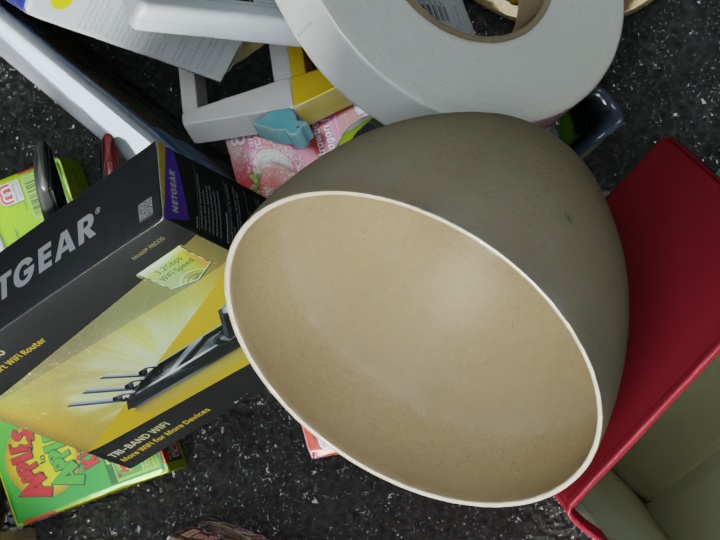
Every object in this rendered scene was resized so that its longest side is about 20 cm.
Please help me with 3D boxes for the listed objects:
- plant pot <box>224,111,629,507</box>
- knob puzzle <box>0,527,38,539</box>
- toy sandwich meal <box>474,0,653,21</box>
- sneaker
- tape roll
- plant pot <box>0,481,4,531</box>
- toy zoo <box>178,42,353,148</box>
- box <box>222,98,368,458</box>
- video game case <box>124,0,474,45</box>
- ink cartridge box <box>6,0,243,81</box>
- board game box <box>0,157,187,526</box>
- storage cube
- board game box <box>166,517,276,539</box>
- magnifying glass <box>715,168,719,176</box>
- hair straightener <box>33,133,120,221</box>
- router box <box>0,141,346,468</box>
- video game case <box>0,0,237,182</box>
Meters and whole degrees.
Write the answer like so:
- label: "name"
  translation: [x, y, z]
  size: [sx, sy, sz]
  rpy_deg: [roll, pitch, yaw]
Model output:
- label: "plant pot"
  translation: [0.051, -0.002, 1.093]
  size: [0.200, 0.200, 0.134]
  rpy_deg: [27, 51, 9]
- label: "knob puzzle"
  translation: [-0.187, 0.238, 1.264]
  size: [0.030, 0.220, 0.220]
  rpy_deg: [-13, 87, 6]
- label: "toy sandwich meal"
  translation: [0.124, -0.237, 1.273]
  size: [0.205, 0.070, 0.205]
  rpy_deg: [0, 90, 10]
- label: "sneaker"
  translation: [0.065, -0.071, 1.216]
  size: [0.081, 0.200, 0.074]
  rpy_deg: [-19, 94, 46]
- label: "tape roll"
  translation: [0.047, -0.162, 1.176]
  size: [0.203, 0.037, 0.203]
  rpy_deg: [12, 64, -25]
- label: "plant pot"
  translation: [-0.312, 0.168, 1.271]
  size: [0.200, 0.175, 0.200]
  rpy_deg: [-1, 110, -3]
- label: "toy zoo"
  translation: [-0.044, -0.148, 1.274]
  size: [0.131, 0.020, 0.200]
  rpy_deg: [-17, 52, 10]
- label: "box"
  translation: [0.000, 0.000, 1.283]
  size: [0.100, 0.095, 0.200]
  rpy_deg: [-16, 86, 10]
- label: "video game case"
  translation: [-0.049, -0.194, 1.212]
  size: [0.022, 0.200, 0.182]
  rpy_deg: [-57, 40, 44]
- label: "ink cartridge box"
  translation: [-0.193, -0.179, 1.228]
  size: [0.198, 0.200, 0.047]
  rpy_deg: [37, 106, 42]
- label: "board game box"
  translation: [-0.189, 0.043, 1.342]
  size: [0.102, 0.048, 0.200]
  rpy_deg: [-21, 86, 10]
- label: "storage cube"
  translation: [0.191, 0.066, 1.176]
  size: [0.171, 0.180, 0.200]
  rpy_deg: [39, 97, -28]
- label: "board game box"
  translation: [-0.032, 0.254, 1.287]
  size: [0.200, 0.097, 0.160]
  rpy_deg: [17, 93, 10]
- label: "magnifying glass"
  translation: [0.208, -0.050, 1.263]
  size: [0.022, 0.080, 0.200]
  rpy_deg: [39, 107, 5]
- label: "hair straightener"
  translation: [-0.169, -0.005, 1.225]
  size: [0.077, 0.200, 0.041]
  rpy_deg: [-4, 59, -7]
- label: "router box"
  translation: [-0.118, 0.025, 1.194]
  size: [0.200, 0.157, 0.052]
  rpy_deg: [-32, 49, 32]
- label: "video game case"
  translation: [-0.152, -0.104, 1.267]
  size: [0.200, 0.182, 0.022]
  rpy_deg: [40, 95, 8]
